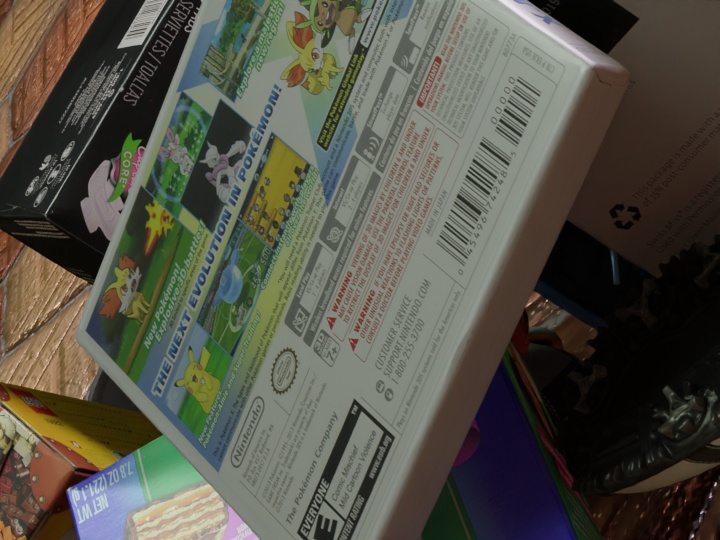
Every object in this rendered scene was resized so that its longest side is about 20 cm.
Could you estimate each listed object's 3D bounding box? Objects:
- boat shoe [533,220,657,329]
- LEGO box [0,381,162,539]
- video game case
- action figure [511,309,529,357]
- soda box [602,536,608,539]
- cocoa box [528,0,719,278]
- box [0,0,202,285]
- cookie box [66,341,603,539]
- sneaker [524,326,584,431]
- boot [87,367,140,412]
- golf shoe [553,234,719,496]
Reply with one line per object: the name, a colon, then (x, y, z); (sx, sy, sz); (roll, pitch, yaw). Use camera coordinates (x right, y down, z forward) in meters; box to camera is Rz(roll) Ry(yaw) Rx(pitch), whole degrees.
boat shoe: (0.065, -0.036, 0.867); (0.069, 0.200, 0.084); (-54, 17, 8)
LEGO box: (-0.155, 0.142, 1.123); (0.149, 0.077, 0.200); (-54, -24, 5)
video game case: (-0.013, -0.016, 0.761); (0.182, 0.022, 0.200); (41, 116, 42)
action figure: (0.000, 0.000, 0.935); (0.065, 0.099, 0.200); (-36, 22, -22)
soda box: (0.019, 0.175, 0.852); (0.063, 0.068, 0.200); (-11, 50, 61)
cocoa box: (0.119, -0.123, 0.774); (0.200, 0.133, 0.131); (-48, 17, 34)
box: (-0.056, -0.036, 1.142); (0.149, 0.200, 0.124); (-60, 22, -10)
cookie box: (0.005, 0.127, 0.783); (0.171, 0.075, 0.200); (-30, 50, 9)
sneaker: (0.045, 0.048, 0.999); (0.079, 0.074, 0.200); (-35, 18, -6)
boot: (-0.123, 0.036, 1.399); (0.200, 0.069, 0.174); (-58, 16, -24)
golf shoe: (0.154, 0.020, 0.737); (0.200, 0.094, 0.078); (-39, 38, 22)
